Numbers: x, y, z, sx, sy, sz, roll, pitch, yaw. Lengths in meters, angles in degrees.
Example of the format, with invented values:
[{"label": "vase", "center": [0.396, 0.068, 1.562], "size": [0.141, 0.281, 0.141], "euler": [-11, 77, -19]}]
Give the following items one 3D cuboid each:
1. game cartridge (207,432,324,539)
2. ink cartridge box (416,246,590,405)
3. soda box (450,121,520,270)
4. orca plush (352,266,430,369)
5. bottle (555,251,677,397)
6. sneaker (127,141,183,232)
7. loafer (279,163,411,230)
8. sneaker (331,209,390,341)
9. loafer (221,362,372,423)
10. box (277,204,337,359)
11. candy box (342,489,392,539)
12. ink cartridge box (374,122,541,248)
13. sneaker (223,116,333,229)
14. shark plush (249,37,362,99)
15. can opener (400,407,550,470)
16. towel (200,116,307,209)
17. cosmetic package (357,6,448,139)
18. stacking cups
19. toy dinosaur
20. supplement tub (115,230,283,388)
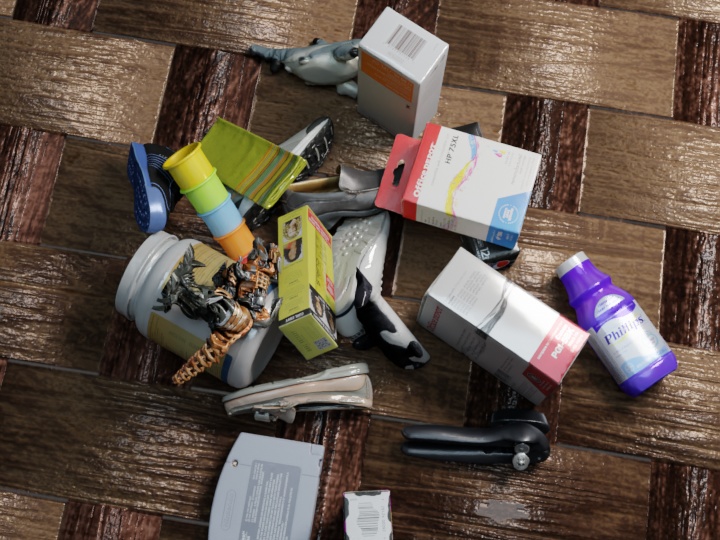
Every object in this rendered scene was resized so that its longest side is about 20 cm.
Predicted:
[{"label": "game cartridge", "center": [-0.126, 0.316, 1.300], "size": [0.132, 0.041, 0.202], "euler": [10, 74, -1]}, {"label": "ink cartridge box", "center": [0.181, 0.074, 1.315], "size": [0.199, 0.147, 0.083], "euler": [35, 75, 8]}, {"label": "soda box", "center": [0.160, -0.099, 1.406], "size": [0.063, 0.071, 0.202], "euler": [-14, 74, -5]}, {"label": "orca plush", "center": [0.022, 0.083, 1.299], "size": [0.071, 0.200, 0.105], "euler": [-39, 61, 0]}, {"label": "bottle", "center": [0.338, 0.068, 1.360], "size": [0.083, 0.065, 0.201], "euler": [-30, 76, -8]}, {"label": "sneaker", "center": [-0.267, -0.116, 1.365], "size": [0.077, 0.071, 0.201], "euler": [4, 34, -22]}, {"label": "loafer", "center": [-0.016, -0.112, 1.392], "size": [0.198, 0.073, 0.073], "euler": [-22, 119, -5]}, {"label": "sneaker", "center": [0.000, 0.000, 1.381], "size": [0.076, 0.081, 0.201], "euler": [-6, 49, 38]}, {"label": "loafer", "center": [-0.080, 0.171, 1.328], "size": [0.198, 0.072, 0.063], "euler": [-13, 81, -7]}, {"label": "box", "center": [-0.069, 0.012, 1.302], "size": [0.050, 0.075, 0.201], "euler": [-23, 41, 17]}, {"label": "candy box", "center": [0.013, 0.376, 1.231], "size": [0.060, 0.137, 0.202], "euler": [-4, 73, 0]}, {"label": "ink cartridge box", "center": [0.127, -0.118, 1.339], "size": [0.198, 0.067, 0.117], "euler": [16, 76, 7]}, {"label": "sneaker", "center": [-0.115, -0.152, 1.421], "size": [0.079, 0.074, 0.200], "euler": [40, 74, 23]}, {"label": "shark plush", "center": [-0.062, -0.309, 1.491], "size": [0.198, 0.091, 0.084], "euler": [-1, 52, 20]}, {"label": "can opener", "center": [0.151, 0.227, 1.324], "size": [0.198, 0.079, 0.064], "euler": [-4, 112, 1]}, {"label": "towel", "center": [-0.162, -0.152, 1.394], "size": [0.199, 0.018, 0.086], "euler": [30, 76, 41]}, {"label": "cosmetic package", "center": [0.054, -0.260, 1.385], "size": [0.101, 0.200, 0.071], "euler": [34, 76, 10]}, {"label": "stacking cups", "center": [-0.184, -0.073, 1.351], "size": [0.060, 0.060, 0.201], "euler": [-37, 111, -11]}, {"label": "toy dinosaur", "center": [-0.167, 0.040, 1.203], "size": [0.135, 0.102, 0.201], "euler": [32, 45, -9]}, {"label": "supplement tub", "center": [-0.203, 0.048, 1.321], "size": [0.199, 0.145, 0.145], "euler": [28, 75, 7]}]
